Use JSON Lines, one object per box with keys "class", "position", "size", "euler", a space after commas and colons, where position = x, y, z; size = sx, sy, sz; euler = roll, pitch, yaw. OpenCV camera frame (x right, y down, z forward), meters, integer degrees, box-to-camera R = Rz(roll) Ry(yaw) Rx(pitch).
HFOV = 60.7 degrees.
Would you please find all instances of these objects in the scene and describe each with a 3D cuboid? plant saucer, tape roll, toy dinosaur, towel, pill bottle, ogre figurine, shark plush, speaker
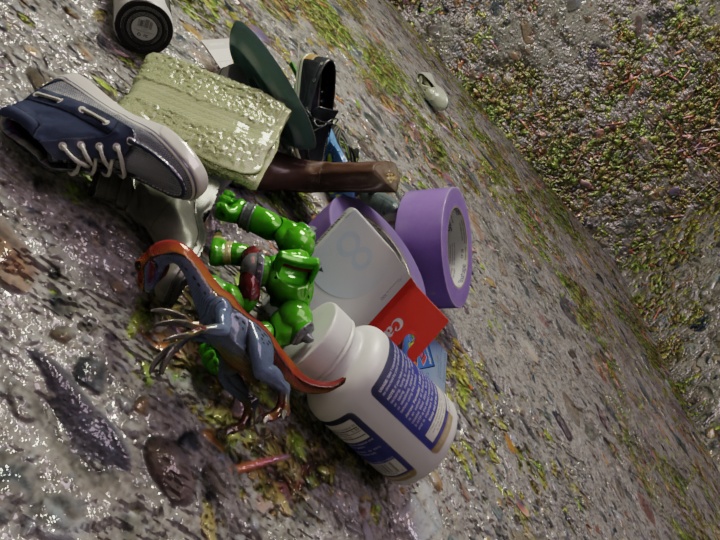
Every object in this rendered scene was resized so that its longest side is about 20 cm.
{"class": "plant saucer", "position": [-0.130, -0.253, 0.875], "size": [0.202, 0.027, 0.200], "euler": [53, -8, 10]}
{"class": "tape roll", "position": [0.129, -0.037, 1.057], "size": [0.199, 0.083, 0.207], "euler": [-3, 90, -66]}
{"class": "toy dinosaur", "position": [-0.130, 0.057, 0.575], "size": [0.198, 0.103, 0.187], "euler": [-13, 84, -54]}
{"class": "towel", "position": [-0.192, -0.188, 0.753], "size": [0.195, 0.037, 0.151], "euler": [20, 56, -7]}
{"class": "pill bottle", "position": [0.008, 0.136, 0.697], "size": [0.200, 0.119, 0.121], "euler": [46, 26, -20]}
{"class": "ogre figurine", "position": [-0.105, 0.011, 0.658], "size": [0.116, 0.100, 0.203], "euler": [4, 40, -9]}
{"class": "shark plush", "position": [0.032, -0.139, 1.108], "size": [0.084, 0.089, 0.203], "euler": [66, 3, -47]}
{"class": "tape roll", "position": [0.000, 0.000, 0.887], "size": [0.199, 0.085, 0.203], "euler": [39, 28, -25]}
{"class": "speaker", "position": [-0.318, -0.406, 0.891], "size": [0.080, 0.081, 0.204], "euler": [24, 37, -43]}

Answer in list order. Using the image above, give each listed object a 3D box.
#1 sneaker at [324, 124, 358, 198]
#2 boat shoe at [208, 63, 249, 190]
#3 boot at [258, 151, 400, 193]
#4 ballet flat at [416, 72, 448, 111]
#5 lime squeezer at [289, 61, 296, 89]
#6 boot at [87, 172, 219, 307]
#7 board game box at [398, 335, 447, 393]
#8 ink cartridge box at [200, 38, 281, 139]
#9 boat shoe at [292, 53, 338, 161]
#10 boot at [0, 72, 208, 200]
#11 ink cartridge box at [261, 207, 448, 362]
{"class": "sneaker", "position": [-0.032, -0.199, 1.103], "size": [0.081, 0.071, 0.203], "euler": [11, 43, -31]}
{"class": "boat shoe", "position": [-0.202, -0.189, 0.826], "size": [0.071, 0.068, 0.206], "euler": [43, 43, -52]}
{"class": "boot", "position": [-0.051, -0.139, 0.874], "size": [0.185, 0.195, 0.066], "euler": [-11, 107, -62]}
{"class": "ballet flat", "position": [0.236, -0.609, 2.089], "size": [0.069, 0.069, 0.203], "euler": [26, 32, -40]}
{"class": "lime squeezer", "position": [-0.119, -0.317, 1.072], "size": [0.069, 0.038, 0.202], "euler": [19, 32, -1]}
{"class": "boot", "position": [-0.227, -0.056, 0.646], "size": [0.128, 0.068, 0.203], "euler": [25, 36, -23]}
{"class": "board game box", "position": [0.091, 0.156, 0.932], "size": [0.103, 0.019, 0.201], "euler": [47, 26, -15]}
{"class": "ink cartridge box", "position": [-0.176, -0.303, 1.033], "size": [0.177, 0.044, 0.200], "euler": [51, 25, -7]}
{"class": "boat shoe", "position": [-0.073, -0.255, 1.024], "size": [0.074, 0.061, 0.207], "euler": [-8, 104, -58]}
{"class": "boot", "position": [-0.250, -0.113, 0.600], "size": [0.197, 0.074, 0.091], "euler": [31, 49, 11]}
{"class": "ink cartridge box", "position": [0.000, 0.053, 0.755], "size": [0.200, 0.160, 0.047], "euler": [46, -6, -10]}
